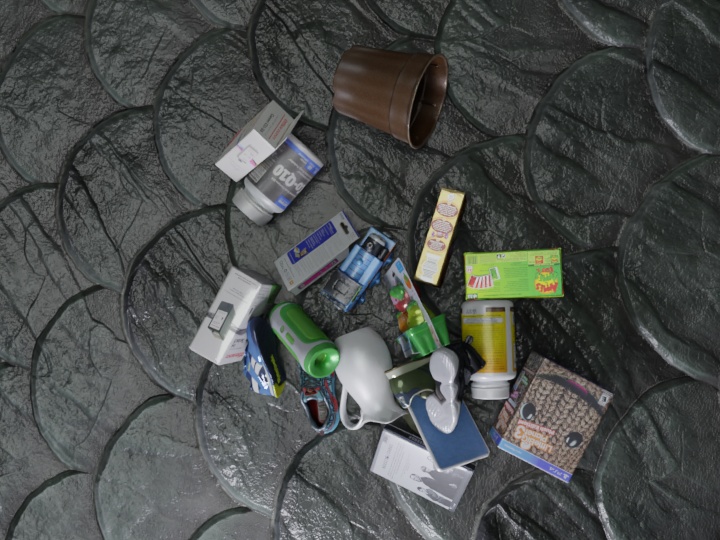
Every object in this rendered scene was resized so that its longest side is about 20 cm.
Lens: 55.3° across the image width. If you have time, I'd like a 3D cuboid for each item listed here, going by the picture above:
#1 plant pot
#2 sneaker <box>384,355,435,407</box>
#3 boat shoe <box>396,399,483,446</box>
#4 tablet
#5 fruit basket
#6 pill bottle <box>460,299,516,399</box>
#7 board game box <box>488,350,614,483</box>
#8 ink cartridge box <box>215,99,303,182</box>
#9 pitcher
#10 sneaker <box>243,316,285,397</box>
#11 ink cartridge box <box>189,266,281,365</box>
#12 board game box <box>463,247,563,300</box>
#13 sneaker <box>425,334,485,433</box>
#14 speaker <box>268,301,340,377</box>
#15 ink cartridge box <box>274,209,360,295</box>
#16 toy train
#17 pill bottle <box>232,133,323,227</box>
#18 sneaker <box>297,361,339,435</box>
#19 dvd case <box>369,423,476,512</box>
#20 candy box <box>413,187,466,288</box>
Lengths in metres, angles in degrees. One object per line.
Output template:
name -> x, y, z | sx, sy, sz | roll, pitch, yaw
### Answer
plant pot -> 0.059, -0.386, 1.469 | 0.198, 0.200, 0.201 | 22, 90, 19
sneaker -> 0.141, 0.225, 1.416 | 0.067, 0.200, 0.090 | -33, 72, 50
boat shoe -> 0.166, 0.323, 1.457 | 0.201, 0.063, 0.074 | 33, 133, 21
tablet -> 0.169, 0.304, 1.407 | 0.130, 0.014, 0.200 | -10, 57, -27
fruit basket -> 0.099, 0.086, 1.425 | 0.094, 0.185, 0.200 | -29, 83, -14
pill bottle -> 0.265, 0.162, 1.421 | 0.109, 0.109, 0.200 | -2, 85, 11
board game box -> 0.380, 0.290, 1.380 | 0.159, 0.097, 0.200 | 27, 92, 0
ink cartridge box -> -0.220, -0.291, 1.498 | 0.067, 0.117, 0.200 | 41, 135, -22
pitcher -> -0.002, 0.236, 1.474 | 0.171, 0.121, 0.200 | -26, 80, 36
sneaker -> -0.226, 0.193, 1.506 | 0.082, 0.074, 0.200 | 2, 117, 22
ink cartridge box -> -0.273, 0.100, 1.516 | 0.084, 0.145, 0.200 | 29, 92, 11
board game box -> 0.322, 0.010, 1.452 | 0.200, 0.048, 0.102 | -3, 86, 11
sneaker -> 0.192, 0.222, 1.350 | 0.075, 0.114, 0.200 | 25, 128, 39
speaker -> -0.123, 0.144, 1.467 | 0.088, 0.088, 0.200 | -53, 42, 4
ink cartridge box -> -0.093, -0.039, 1.528 | 0.200, 0.037, 0.095 | -38, 53, 9
toy train -> 0.000, 0.000, 1.484 | 0.087, 0.114, 0.200 | 35, 94, 11
pill bottle -> -0.187, -0.202, 1.536 | 0.114, 0.114, 0.200 | 43, 95, 11
sneaker -> -0.093, 0.256, 1.494 | 0.079, 0.096, 0.200 | -17, 83, 9
dvd case -> 0.126, 0.412, 1.432 | 0.200, 0.025, 0.150 | 24, 130, 12
candy box -> 0.171, -0.066, 1.453 | 0.056, 0.117, 0.200 | 15, 90, 11
